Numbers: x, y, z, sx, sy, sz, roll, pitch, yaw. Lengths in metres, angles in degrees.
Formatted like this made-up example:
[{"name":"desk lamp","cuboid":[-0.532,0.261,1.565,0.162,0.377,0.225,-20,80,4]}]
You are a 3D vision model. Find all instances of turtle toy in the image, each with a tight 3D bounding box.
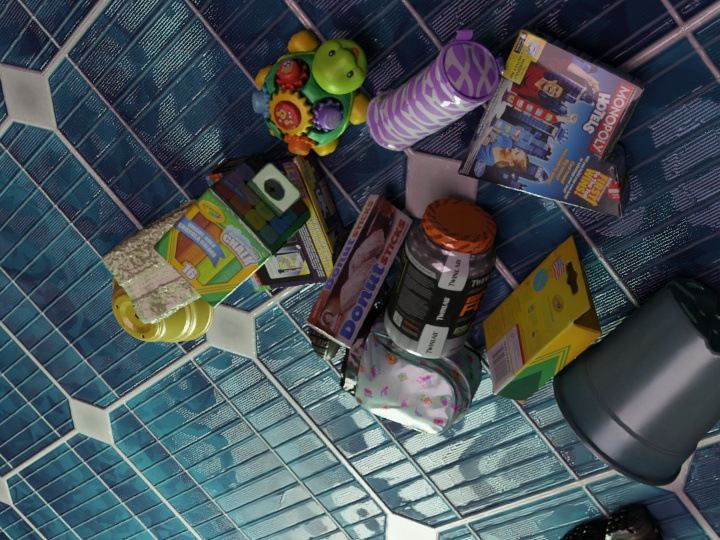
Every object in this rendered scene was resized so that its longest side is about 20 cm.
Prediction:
[{"name":"turtle toy","cuboid":[-0.061,-0.229,1.142,0.146,0.101,0.200,47,130,-7]}]

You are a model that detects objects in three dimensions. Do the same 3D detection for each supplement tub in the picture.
[{"name":"supplement tub","cuboid":[0.109,0.011,1.195,0.122,0.123,0.200,24,129,12]}]

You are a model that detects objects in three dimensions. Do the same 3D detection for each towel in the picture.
[{"name":"towel","cuboid":[-0.293,-0.014,1.400,0.200,0.036,0.148,-28,104,7]}]

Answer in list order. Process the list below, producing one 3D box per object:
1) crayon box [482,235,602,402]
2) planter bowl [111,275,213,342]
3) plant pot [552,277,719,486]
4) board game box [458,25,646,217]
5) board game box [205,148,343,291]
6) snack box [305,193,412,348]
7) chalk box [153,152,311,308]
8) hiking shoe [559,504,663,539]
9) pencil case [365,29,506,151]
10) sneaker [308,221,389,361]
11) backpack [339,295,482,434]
[{"name":"crayon box","cuboid":[0.241,0.066,1.155,0.051,0.127,0.200,19,134,-21]},{"name":"planter bowl","cuboid":[-0.356,0.057,1.498,0.200,0.083,0.200,14,125,20]},{"name":"plant pot","cuboid":[0.379,0.126,1.096,0.200,0.200,0.196,36,121,2]},{"name":"board game box","cuboid":[0.245,-0.160,1.042,0.200,0.062,0.200,29,129,8]},{"name":"board game box","cuboid":[-0.116,-0.074,1.303,0.165,0.057,0.200,-7,116,29]},{"name":"snack box","cuboid":[0.000,0.000,1.199,0.072,0.200,0.024,34,166,-35]},{"name":"chalk box","cuboid":[-0.163,-0.066,1.217,0.125,0.124,0.200,46,129,-6]},{"name":"hiking shoe","cuboid":[0.380,0.441,1.362,0.101,0.076,0.200,48,129,-3]},{"name":"pencil case","cuboid":[0.080,-0.209,1.057,0.200,0.084,0.086,-24,83,59]},{"name":"sneaker","cuboid":[-0.007,0.037,1.252,0.076,0.091,0.200,27,97,58]},{"name":"backpack","cuboid":[0.074,0.152,1.301,0.200,0.127,0.167,21,128,17]}]
